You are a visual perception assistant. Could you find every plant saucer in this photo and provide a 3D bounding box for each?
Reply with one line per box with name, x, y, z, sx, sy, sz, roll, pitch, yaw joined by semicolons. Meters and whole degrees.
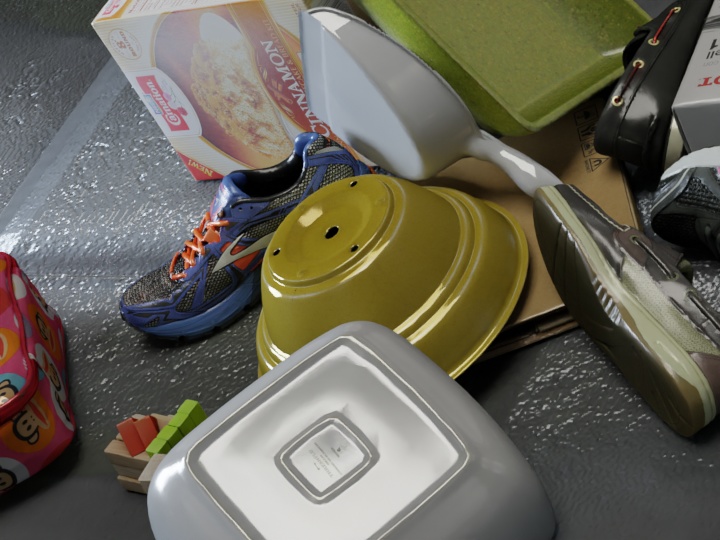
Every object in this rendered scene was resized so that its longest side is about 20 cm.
plant saucer;0.084;-0.177;1.791;0.200;0.200;0.048;-33;-16;-49

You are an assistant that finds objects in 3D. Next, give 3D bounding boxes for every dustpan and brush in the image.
dustpan and brush;0.050;-0.091;1.726;0.057;0.140;0.200;-41;69;-17

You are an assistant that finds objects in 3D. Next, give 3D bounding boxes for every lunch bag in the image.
lunch bag;-0.287;0.090;1.809;0.176;0.082;0.200;-29;33;6

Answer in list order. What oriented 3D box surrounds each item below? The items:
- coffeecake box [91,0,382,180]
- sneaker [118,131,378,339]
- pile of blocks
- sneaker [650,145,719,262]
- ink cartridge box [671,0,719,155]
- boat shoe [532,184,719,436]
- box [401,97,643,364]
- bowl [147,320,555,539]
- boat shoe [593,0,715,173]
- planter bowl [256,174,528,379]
coffeecake box;-0.065;-0.147;1.868;0.200;0.154;0.073;-3;42;40
sneaker;-0.083;-0.028;1.804;0.200;0.079;0.075;-35;32;4
pile of blocks;-0.095;0.125;1.640;0.082;0.062;0.200;-36;36;-10
sneaker;0.246;-0.016;1.572;0.200;0.080;0.086;6;58;47
ink cartridge box;0.297;-0.142;1.685;0.146;0.084;0.200;-5;41;31
boat shoe;0.169;0.016;1.583;0.066;0.072;0.201;-21;46;-14
box;0.099;-0.022;1.725;0.163;0.021;0.200;-22;36;11
bowl;-0.013;0.125;1.523;0.199;0.075;0.200;-36;53;-13
boat shoe;0.204;-0.144;1.749;0.063;0.074;0.202;15;48;13
planter bowl;0.000;0.000;1.680;0.200;0.084;0.201;-24;35;18
